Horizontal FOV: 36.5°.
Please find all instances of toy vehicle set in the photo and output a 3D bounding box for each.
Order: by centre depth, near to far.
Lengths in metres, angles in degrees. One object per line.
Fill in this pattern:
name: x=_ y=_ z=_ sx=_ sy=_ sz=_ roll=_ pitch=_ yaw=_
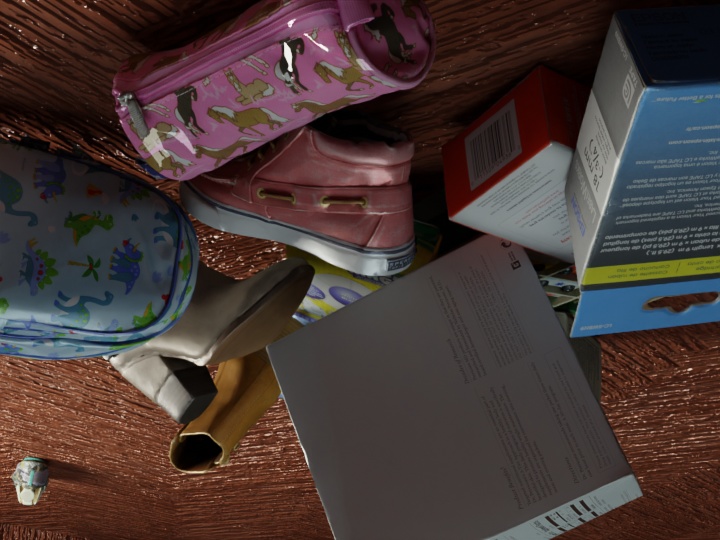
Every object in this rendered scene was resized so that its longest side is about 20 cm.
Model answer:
toy vehicle set: x=0.166 y=0.003 z=0.917 sx=0.197 sy=0.027 sz=0.124 roll=9 pitch=159 yaw=-29

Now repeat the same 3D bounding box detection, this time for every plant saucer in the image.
plant saucer: x=0.082 y=-0.043 z=0.851 sx=0.069 sy=0.019 sz=0.199 roll=15 pitch=155 yaw=-29

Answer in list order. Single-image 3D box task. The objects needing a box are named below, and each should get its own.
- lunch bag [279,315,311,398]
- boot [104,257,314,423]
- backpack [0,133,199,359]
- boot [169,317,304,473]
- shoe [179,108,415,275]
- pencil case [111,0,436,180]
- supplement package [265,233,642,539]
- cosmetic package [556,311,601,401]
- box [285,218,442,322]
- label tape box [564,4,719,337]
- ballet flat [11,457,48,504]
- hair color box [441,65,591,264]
lunch bag: x=0.024 y=0.072 z=1.083 sx=0.197 sy=0.096 sz=0.150 roll=3 pitch=164 yaw=-32
boot: x=-0.138 y=0.017 z=0.872 sx=0.200 sy=0.147 sz=0.070 roll=-47 pitch=156 yaw=21
backpack: x=-0.214 y=-0.010 z=0.768 sx=0.198 sy=0.166 sz=0.153 roll=20 pitch=157 yaw=-33
boot: x=-0.124 y=0.120 z=0.980 sx=0.071 sy=0.144 sz=0.201 roll=41 pitch=152 yaw=-5
shoe: x=-0.045 y=-0.069 z=0.742 sx=0.198 sy=0.092 sz=0.071 roll=20 pitch=-151 yaw=33
pencil case: x=-0.052 y=-0.112 z=0.606 sx=0.198 sy=0.087 sz=0.083 roll=-15 pitch=122 yaw=39
supplement package: x=0.071 y=0.111 z=0.792 sx=0.198 sy=0.193 sz=0.147 roll=-26 pitch=157 yaw=8
cosmetic package: x=0.175 y=0.105 z=1.055 sx=0.086 sy=0.105 sz=0.200 roll=-1 pitch=167 yaw=22
box: x=0.000 y=0.000 z=0.873 sx=0.116 sy=0.049 sz=0.201 roll=22 pitch=154 yaw=8
label tape box: x=0.196 y=-0.054 z=0.627 sx=0.142 sy=0.064 sz=0.201 roll=-5 pitch=140 yaw=-8
ballet flat: x=-0.611 y=0.395 z=2.010 sx=0.071 sy=0.073 sz=0.200 roll=9 pitch=159 yaw=-14
hair color box: x=0.162 y=-0.054 z=0.729 sx=0.198 sy=0.062 sz=0.101 roll=18 pitch=144 yaw=-32
